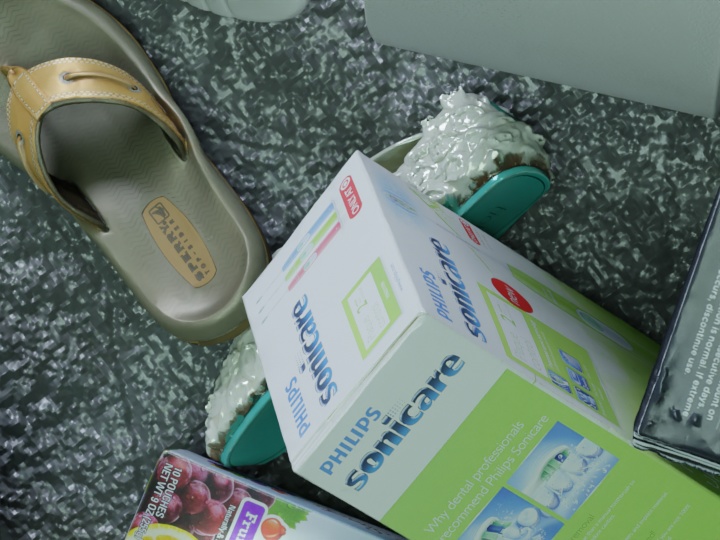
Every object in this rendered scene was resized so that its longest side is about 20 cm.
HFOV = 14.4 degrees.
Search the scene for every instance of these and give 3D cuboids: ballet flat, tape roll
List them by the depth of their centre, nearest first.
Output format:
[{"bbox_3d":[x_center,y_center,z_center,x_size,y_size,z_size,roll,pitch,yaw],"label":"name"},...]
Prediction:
[{"bbox_3d":[0.093,-0.169,1.089,0.139,0.203,0.203,14,103,8],"label":"tape roll"},{"bbox_3d":[0.000,0.000,1.221,0.200,0.072,0.072,-44,90,14],"label":"ballet flat"}]

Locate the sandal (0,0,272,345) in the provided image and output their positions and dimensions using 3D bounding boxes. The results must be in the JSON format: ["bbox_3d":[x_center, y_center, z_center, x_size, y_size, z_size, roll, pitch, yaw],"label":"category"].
[{"bbox_3d":[-0.113,-0.052,1.213,0.080,0.054,0.200,-44,71,12],"label":"sandal"}]

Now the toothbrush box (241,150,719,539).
[{"bbox_3d":[0.063,0.060,1.134,0.200,0.146,0.086,31,107,-22],"label":"toothbrush box"}]

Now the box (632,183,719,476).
[{"bbox_3d":[0.224,0.024,1.102,0.196,0.200,0.124,20,104,6],"label":"box"}]

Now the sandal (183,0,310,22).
[{"bbox_3d":[-0.104,-0.174,1.203,0.203,0.082,0.050,28,62,6],"label":"sandal"}]

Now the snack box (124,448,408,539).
[{"bbox_3d":[-0.018,0.177,1.222,0.200,0.053,0.142,22,90,7],"label":"snack box"}]
